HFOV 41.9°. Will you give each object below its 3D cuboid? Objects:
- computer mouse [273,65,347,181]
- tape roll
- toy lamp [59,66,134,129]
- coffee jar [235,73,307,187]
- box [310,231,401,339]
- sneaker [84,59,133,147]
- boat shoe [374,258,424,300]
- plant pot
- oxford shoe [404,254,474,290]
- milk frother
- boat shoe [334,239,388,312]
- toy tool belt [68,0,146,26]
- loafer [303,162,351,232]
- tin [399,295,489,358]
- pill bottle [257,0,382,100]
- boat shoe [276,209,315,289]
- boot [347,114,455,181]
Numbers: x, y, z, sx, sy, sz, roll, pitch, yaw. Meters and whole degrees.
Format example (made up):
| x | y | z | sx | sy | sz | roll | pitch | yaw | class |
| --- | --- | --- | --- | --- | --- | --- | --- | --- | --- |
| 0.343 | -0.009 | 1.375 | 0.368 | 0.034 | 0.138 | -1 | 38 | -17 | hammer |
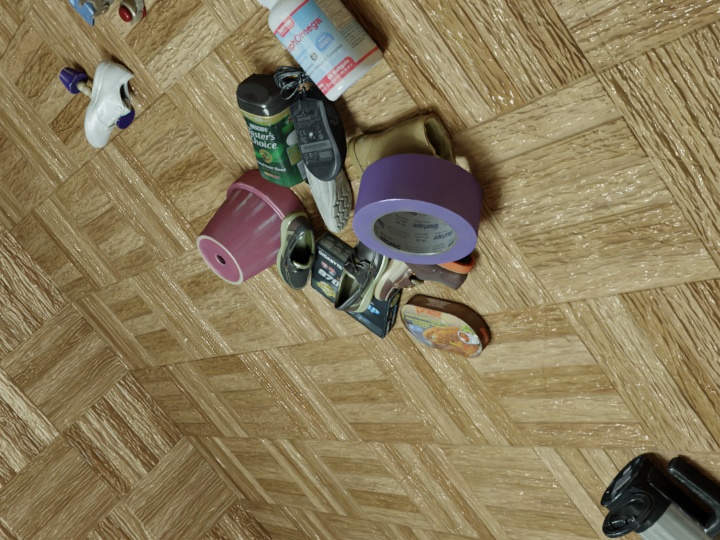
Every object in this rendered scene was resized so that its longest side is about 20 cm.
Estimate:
| x | y | z | sx | sy | sz | roll | pitch | yaw | class |
| --- | --- | --- | --- | --- | --- | --- | --- | --- | --- |
| -0.065 | -0.252 | 1.583 | 0.138 | 0.053 | 0.201 | 2 | 112 | 38 | computer mouse |
| 0.091 | -0.093 | 1.489 | 0.198 | 0.086 | 0.200 | 10 | 154 | 5 | tape roll |
| -0.600 | -0.393 | 2.124 | 0.200 | 0.058 | 0.058 | 38 | 151 | 14 | toy lamp |
| -0.153 | -0.254 | 1.690 | 0.104 | 0.085 | 0.201 | 23 | 144 | 34 | coffee jar |
| -0.011 | 0.032 | 1.913 | 0.200 | 0.046 | 0.159 | 36 | 150 | 17 | box |
| -0.538 | -0.348 | 2.033 | 0.088 | 0.075 | 0.201 | 23 | 120 | 8 | sneaker |
| 0.085 | 0.006 | 1.730 | 0.072 | 0.072 | 0.200 | 35 | 140 | 5 | boat shoe |
| -0.228 | -0.075 | 1.922 | 0.199 | 0.179 | 0.201 | 31 | 148 | 22 | plant pot |
| 0.092 | -0.022 | 1.620 | 0.199 | 0.071 | 0.073 | 24 | 124 | 4 | oxford shoe |
| 0.512 | 0.439 | 1.599 | 0.188 | 0.200 | 0.181 | 40 | 147 | 8 | milk frother |
| 0.000 | 0.000 | 1.773 | 0.073 | 0.064 | 0.201 | 43 | 130 | 39 | boat shoe |
| -0.519 | -0.523 | 1.780 | 0.200 | 0.123 | 0.125 | 44 | 152 | 1 | toy tool belt |
| -0.064 | -0.161 | 1.712 | 0.069 | 0.070 | 0.201 | 16 | 131 | 33 | loafer |
| 0.160 | 0.105 | 1.795 | 0.199 | 0.042 | 0.112 | 13 | 142 | 44 | tin |
| -0.067 | -0.364 | 1.409 | 0.200 | 0.109 | 0.109 | 49 | 151 | -7 | pill bottle |
| -0.123 | -0.028 | 1.867 | 0.202 | 0.071 | 0.066 | 95 | 151 | -44 | boat shoe |
| 0.079 | -0.159 | 1.531 | 0.199 | 0.066 | 0.176 | -2 | 128 | 51 | boot |
